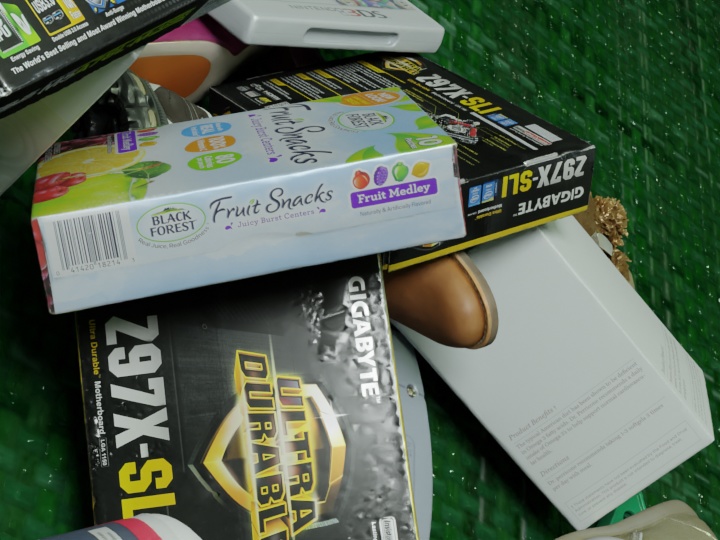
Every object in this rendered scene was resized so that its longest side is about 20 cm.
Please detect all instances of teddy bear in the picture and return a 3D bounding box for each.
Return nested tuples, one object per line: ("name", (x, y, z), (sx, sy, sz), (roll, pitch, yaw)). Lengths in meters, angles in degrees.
("teddy bear", (0.146, -0.027, 1.129), (0.199, 0.066, 0.146), (-1, 75, -53))

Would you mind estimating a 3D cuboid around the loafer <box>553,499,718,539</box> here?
("loafer", (0.171, 0.206, 0.949), (0.199, 0.068, 0.076), (-20, 120, -36))

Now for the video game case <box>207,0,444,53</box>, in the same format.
("video game case", (-0.067, -0.205, 0.981), (0.181, 0.024, 0.200), (-7, 40, -47))

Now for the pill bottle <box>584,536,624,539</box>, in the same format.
("pill bottle", (0.076, 0.220, 0.774), (0.112, 0.200, 0.113), (25, 50, -33))

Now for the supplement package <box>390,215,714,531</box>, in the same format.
("supplement package", (0.129, 0.049, 0.986), (0.200, 0.117, 0.117), (49, 20, -9))

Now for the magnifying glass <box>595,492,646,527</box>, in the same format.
("magnifying glass", (0.192, 0.178, 1.065), (0.079, 0.022, 0.201), (29, 49, -29))

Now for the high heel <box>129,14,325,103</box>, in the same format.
("high heel", (-0.105, -0.163, 0.956), (0.199, 0.067, 0.096), (-11, 65, -45))

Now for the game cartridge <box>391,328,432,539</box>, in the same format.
("game cartridge", (-0.014, 0.113, 0.886), (0.133, 0.040, 0.201), (25, 49, -28))

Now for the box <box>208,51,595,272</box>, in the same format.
("box", (0.020, -0.077, 0.915), (0.159, 0.050, 0.200), (-16, 34, -34))

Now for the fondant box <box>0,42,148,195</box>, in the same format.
("fondant box", (-0.203, -0.117, 0.718), (0.144, 0.200, 0.058), (42, 42, -15))

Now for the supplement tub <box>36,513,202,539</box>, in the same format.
("supplement tub", (-0.150, 0.185, 0.589), (0.199, 0.140, 0.141), (-9, 70, -29))

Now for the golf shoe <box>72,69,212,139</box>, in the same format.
("golf shoe", (-0.101, -0.025, 0.858), (0.094, 0.078, 0.201), (7, 62, -43))

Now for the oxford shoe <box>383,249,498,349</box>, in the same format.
("oxford shoe", (0.000, 0.000, 0.899), (0.071, 0.072, 0.199), (-24, 40, -37))

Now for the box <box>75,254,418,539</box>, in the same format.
("box", (-0.055, 0.096, 0.742), (0.158, 0.049, 0.202), (-7, 79, -1))

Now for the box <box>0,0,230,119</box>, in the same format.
("box", (-0.149, -0.177, 0.621), (0.194, 0.047, 0.200), (56, 43, -5))

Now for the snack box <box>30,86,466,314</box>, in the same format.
("snack box", (-0.060, -0.041, 0.734), (0.142, 0.198, 0.053), (-118, -161, -68))
